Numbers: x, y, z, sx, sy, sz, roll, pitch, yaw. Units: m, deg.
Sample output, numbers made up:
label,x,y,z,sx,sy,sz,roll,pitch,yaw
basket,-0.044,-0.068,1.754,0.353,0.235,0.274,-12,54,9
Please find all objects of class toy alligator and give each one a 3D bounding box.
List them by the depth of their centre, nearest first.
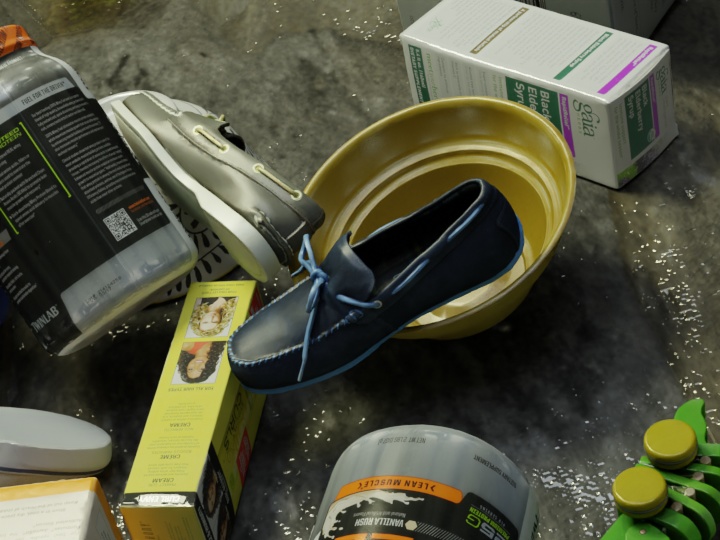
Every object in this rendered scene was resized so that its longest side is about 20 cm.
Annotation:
label,x,y,z,sx,sy,sz,roll,pitch,yaw
toy alligator,0.165,0.148,0.980,0.054,0.059,0.200,15,48,31

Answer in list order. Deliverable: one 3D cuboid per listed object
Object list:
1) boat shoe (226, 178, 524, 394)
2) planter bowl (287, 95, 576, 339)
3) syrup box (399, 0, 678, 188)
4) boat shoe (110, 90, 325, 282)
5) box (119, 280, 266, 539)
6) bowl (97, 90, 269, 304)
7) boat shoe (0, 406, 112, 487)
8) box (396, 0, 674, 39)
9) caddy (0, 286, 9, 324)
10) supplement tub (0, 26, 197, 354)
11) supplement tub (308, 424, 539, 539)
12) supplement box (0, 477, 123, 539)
label,x,y,z,sx,sy,sz,roll,pitch,yaw
boat shoe,0.000,0.000,1.085,0.200,0.069,0.084,-33,45,-3
planter bowl,0.058,-0.016,1.178,0.200,0.084,0.201,-14,48,16
syrup box,0.133,-0.139,1.317,0.200,0.079,0.081,25,53,38
boat shoe,-0.100,-0.068,1.198,0.060,0.072,0.202,-39,51,-11
box,-0.099,0.098,1.115,0.050,0.075,0.200,-3,39,12
bowl,-0.167,-0.072,1.322,0.200,0.094,0.201,-9,40,7
boat shoe,-0.261,0.131,1.132,0.199,0.070,0.071,1,17,-19
box,0.131,-0.276,1.384,0.199,0.200,0.131,11,46,29
caddy,-0.338,-0.007,1.216,0.141,0.105,0.200,-36,79,17
supplement tub,-0.210,-0.055,1.178,0.122,0.200,0.123,-34,-1,0
supplement tub,0.020,0.190,0.929,0.122,0.123,0.200,0,42,18
supplement box,-0.171,0.227,0.942,0.073,0.126,0.200,-7,39,8
